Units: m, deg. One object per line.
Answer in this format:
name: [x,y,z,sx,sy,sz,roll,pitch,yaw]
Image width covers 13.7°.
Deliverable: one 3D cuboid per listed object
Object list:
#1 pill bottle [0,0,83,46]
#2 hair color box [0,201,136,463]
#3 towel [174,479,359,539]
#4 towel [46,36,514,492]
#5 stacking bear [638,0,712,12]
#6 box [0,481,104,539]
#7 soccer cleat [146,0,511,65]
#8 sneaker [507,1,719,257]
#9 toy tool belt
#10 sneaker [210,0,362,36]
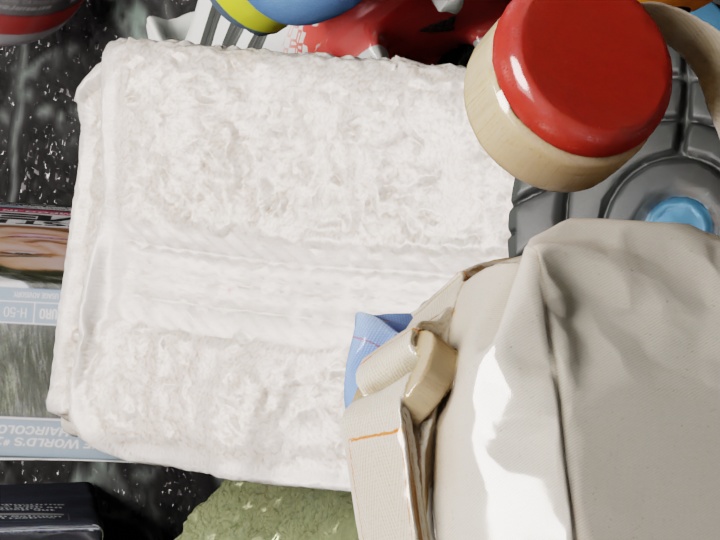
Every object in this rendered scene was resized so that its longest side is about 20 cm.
pill bottle: [-0.113,-0.187,1.076,0.200,0.115,0.116,-54,52,36]
hair color box: [-0.112,0.018,1.045,0.200,0.098,0.061,-151,65,-68]
towel: [0.007,0.095,0.952,0.200,0.036,0.148,-53,44,10]
towel: [0.000,0.000,0.899,0.199,0.034,0.133,4,87,21]
stacking bear: [0.102,-0.118,0.710,0.200,0.121,0.114,-19,81,61]
box: [-0.147,0.181,1.062,0.200,0.117,0.198,179,91,-84]
soccer cleat: [-0.012,-0.089,0.995,0.200,0.068,0.086,-35,69,50]
sneaker: [0.085,0.026,0.826,0.073,0.082,0.201,0,81,21]
toy tool belt: [0.043,0.043,0.731,0.123,0.124,0.201,136,129,-59]
sneaker: [0.008,-0.164,0.933,0.078,0.066,0.201,-19,47,43]
